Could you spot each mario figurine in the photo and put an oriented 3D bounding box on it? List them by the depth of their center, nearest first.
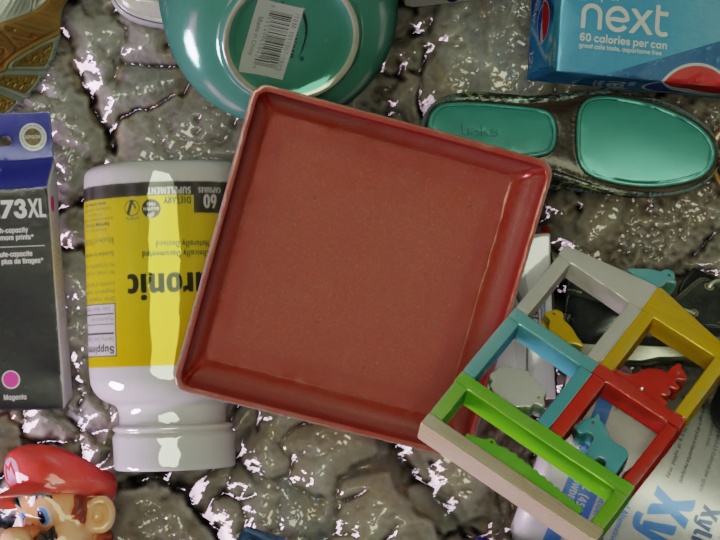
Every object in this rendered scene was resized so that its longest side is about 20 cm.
[{"bbox_3d":[-0.202,0.215,1.533,0.123,0.106,0.201,-18,88,5],"label":"mario figurine"}]

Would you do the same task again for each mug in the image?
[{"bbox_3d":[-0.044,-0.159,1.480,0.151,0.115,0.185,-30,120,7],"label":"mug"}]

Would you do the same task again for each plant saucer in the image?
[{"bbox_3d":[0.000,0.000,1.468,0.198,0.037,0.201,14,99,-10],"label":"plant saucer"}]

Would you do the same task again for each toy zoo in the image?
[{"bbox_3d":[0.144,0.067,1.442,0.131,0.021,0.200,34,59,15],"label":"toy zoo"}]

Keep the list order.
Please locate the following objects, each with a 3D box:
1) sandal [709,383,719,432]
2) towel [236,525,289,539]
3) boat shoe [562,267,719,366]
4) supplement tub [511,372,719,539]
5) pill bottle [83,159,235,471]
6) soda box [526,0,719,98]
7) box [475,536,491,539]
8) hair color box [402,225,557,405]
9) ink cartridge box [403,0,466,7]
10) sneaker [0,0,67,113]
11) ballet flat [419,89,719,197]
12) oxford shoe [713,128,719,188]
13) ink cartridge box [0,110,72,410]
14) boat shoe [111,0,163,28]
[{"bbox_3d":[0.306,0.079,1.481,0.199,0.076,0.043,-5,128,-30],"label":"sandal"},{"bbox_3d":[-0.003,0.254,1.543,0.199,0.049,0.112,18,90,5],"label":"towel"},{"bbox_3d":[0.231,0.031,1.522,0.198,0.072,0.068,3,82,5],"label":"boat shoe"},{"bbox_3d":[0.208,0.150,1.489,0.199,0.132,0.133,21,89,6],"label":"supplement tub"},{"bbox_3d":[-0.126,0.030,1.530,0.110,0.111,0.202,-2,88,4],"label":"pill bottle"},{"bbox_3d":[0.213,-0.150,1.506,0.198,0.064,0.068,4,89,-13],"label":"soda box"},{"bbox_3d":[0.160,0.268,1.433,0.199,0.184,0.106,19,98,-14],"label":"box"},{"bbox_3d":[0.030,0.031,1.536,0.198,0.064,0.112,-2,97,5],"label":"hair color box"},{"bbox_3d":[0.088,-0.287,1.539,0.144,0.084,0.202,-6,87,4],"label":"ink cartridge box"},{"bbox_3d":[-0.245,-0.188,1.577,0.088,0.075,0.201,41,101,34],"label":"sneaker"},{"bbox_3d":[0.137,-0.083,1.537,0.198,0.074,0.075,8,88,1],"label":"ballet flat"},{"bbox_3d":[0.312,-0.028,1.517,0.200,0.073,0.071,40,92,5],"label":"oxford shoe"},{"bbox_3d":[-0.249,-0.004,1.559,0.094,0.037,0.202,-2,99,4],"label":"ink cartridge box"},{"bbox_3d":[-0.075,-0.208,1.555,0.198,0.070,0.071,-7,87,4],"label":"boat shoe"}]
